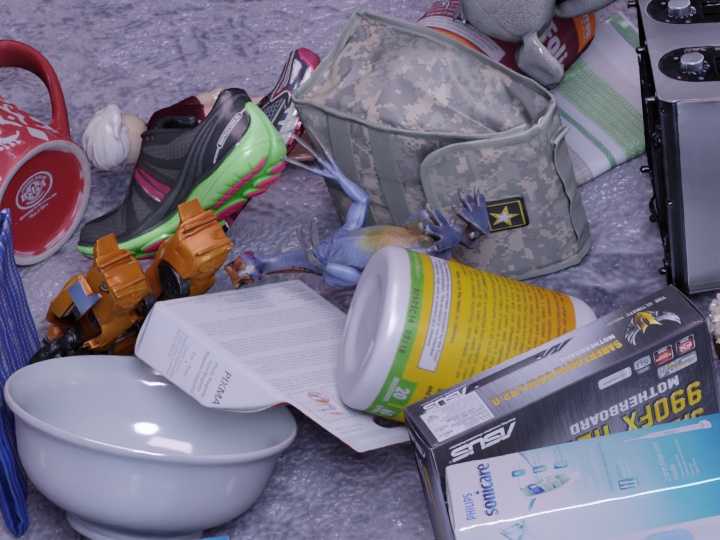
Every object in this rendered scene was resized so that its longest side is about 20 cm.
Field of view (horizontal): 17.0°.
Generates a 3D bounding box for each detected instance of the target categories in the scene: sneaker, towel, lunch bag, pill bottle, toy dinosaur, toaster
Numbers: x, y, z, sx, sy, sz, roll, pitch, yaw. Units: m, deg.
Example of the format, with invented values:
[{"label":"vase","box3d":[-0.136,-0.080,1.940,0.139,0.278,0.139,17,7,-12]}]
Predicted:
[{"label":"sneaker","box3d":[-0.135,-0.067,1.778,0.199,0.077,0.084,-33,71,31]},{"label":"towel","box3d":[0.165,-0.128,1.914,0.199,0.031,0.149,-28,42,-16]},{"label":"lunch bag","box3d":[0.070,-0.080,1.773,0.199,0.164,0.118,19,60,29]},{"label":"pill bottle","box3d":[0.117,-0.190,1.895,0.114,0.115,0.200,20,54,33]},{"label":"sneaker","box3d":[-0.099,-0.091,1.824,0.200,0.075,0.081,-49,5,22]},{"label":"pill bottle","box3d":[0.094,0.061,1.614,0.199,0.111,0.112,16,40,-13]},{"label":"towel","box3d":[-0.248,0.071,1.715,0.024,0.146,0.201,-6,41,2]},{"label":"toy dinosaur","box3d":[0.000,0.000,1.693,0.181,0.201,0.105,-26,14,38]},{"label":"toaster","box3d":[0.262,-0.091,1.739,0.118,0.201,0.181,-6,33,5]}]

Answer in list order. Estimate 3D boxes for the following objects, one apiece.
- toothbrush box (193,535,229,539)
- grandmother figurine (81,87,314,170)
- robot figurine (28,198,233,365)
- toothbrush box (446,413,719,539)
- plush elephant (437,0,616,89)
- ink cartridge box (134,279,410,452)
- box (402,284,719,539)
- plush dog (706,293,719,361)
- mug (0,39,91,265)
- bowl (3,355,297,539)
[{"label":"toothbrush box","box3d":[-0.173,0.260,1.527,0.198,0.086,0.147,-8,42,5]},{"label":"grandmother figurine","box3d":[-0.125,-0.111,1.937,0.198,0.061,0.121,-5,17,0]},{"label":"robot figurine","box3d":[-0.167,0.018,1.733,0.144,0.200,0.059,-24,81,-28]},{"label":"toothbrush box","box3d":[0.161,0.181,1.456,0.198,0.147,0.085,-10,22,2]},{"label":"plush elephant","box3d":[0.123,-0.227,1.720,0.200,0.165,0.155,-43,17,24]},{"label":"ink cartridge box","box3d":[-0.033,0.079,1.672,0.200,0.057,0.162,39,27,28]},{"label":"box","box3d":[0.136,0.119,1.546,0.199,0.159,0.048,-23,37,-12]},{"label":"plush dog","box3d":[0.335,0.017,1.595,0.160,0.173,0.200,-27,42,-16]},{"label":"mug","box3d":[-0.312,-0.110,1.937,0.199,0.133,0.178,28,85,33]},{"label":"bowl","box3d":[-0.147,0.131,1.635,0.199,0.091,0.201,9,15,-2]}]
